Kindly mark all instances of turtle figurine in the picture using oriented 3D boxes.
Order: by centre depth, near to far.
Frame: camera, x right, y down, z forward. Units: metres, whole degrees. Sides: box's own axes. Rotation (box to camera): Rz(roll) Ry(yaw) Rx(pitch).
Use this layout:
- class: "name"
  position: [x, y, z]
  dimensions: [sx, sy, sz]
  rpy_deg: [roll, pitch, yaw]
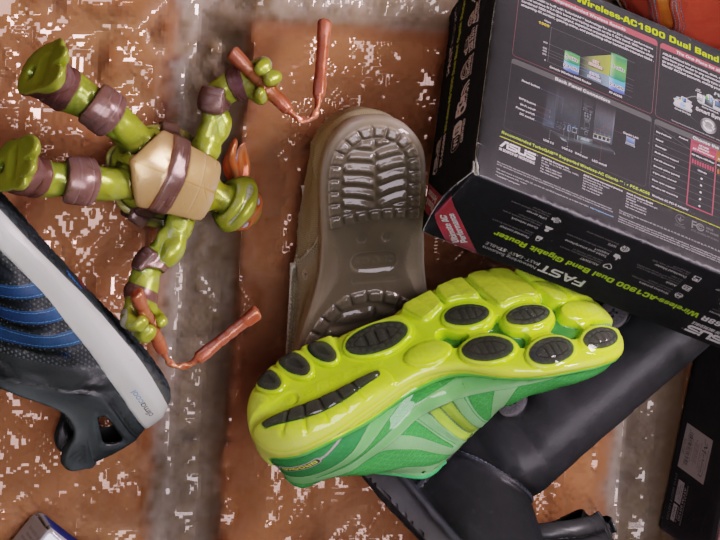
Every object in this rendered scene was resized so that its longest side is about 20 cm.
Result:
- class: "turtle figurine"
  position: [-0.105, -0.061, 1.540]
  dimensions: [0.161, 0.064, 0.200]
  rpy_deg: [24, 92, -32]

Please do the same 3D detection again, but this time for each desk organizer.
- class: "desk organizer"
  position: [0.235, 0.063, 1.663]
  dimensions: [0.077, 0.072, 0.200]
  rpy_deg: [7, 100, -20]

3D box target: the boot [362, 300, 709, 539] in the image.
- class: "boot"
  position: [0.119, 0.092, 1.597]
  dimensions: [0.200, 0.165, 0.066]
  rpy_deg: [-41, 149, -5]

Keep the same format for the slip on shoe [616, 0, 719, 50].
- class: "slip on shoe"
  position: [0.177, -0.156, 1.604]
  dimensions: [0.200, 0.061, 0.074]
  rpy_deg: [43, 86, -23]

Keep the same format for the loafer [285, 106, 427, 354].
- class: "loafer"
  position: [0.000, 0.000, 1.585]
  dimensions: [0.075, 0.068, 0.200]
  rpy_deg: [3, 117, -10]

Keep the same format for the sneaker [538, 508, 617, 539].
- class: "sneaker"
  position: [0.151, 0.185, 1.665]
  dimensions: [0.200, 0.071, 0.099]
  rpy_deg: [11, 70, -37]

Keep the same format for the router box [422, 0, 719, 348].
- class: "router box"
  position: [0.137, -0.060, 1.565]
  dimensions: [0.200, 0.062, 0.150]
  rpy_deg: [22, 52, -17]

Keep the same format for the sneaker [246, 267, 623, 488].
- class: "sneaker"
  position: [0.039, 0.059, 1.553]
  dimensions: [0.200, 0.074, 0.084]
  rpy_deg: [-17, 144, -3]

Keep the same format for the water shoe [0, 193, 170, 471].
- class: "water shoe"
  position: [-0.183, 0.023, 1.533]
  dimensions: [0.079, 0.072, 0.200]
  rpy_deg: [-41, 108, 0]

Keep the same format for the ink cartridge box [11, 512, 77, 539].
- class: "ink cartridge box"
  position: [-0.161, 0.266, 1.608]
  dimensions: [0.196, 0.043, 0.200]
  rpy_deg: [39, 88, -20]
